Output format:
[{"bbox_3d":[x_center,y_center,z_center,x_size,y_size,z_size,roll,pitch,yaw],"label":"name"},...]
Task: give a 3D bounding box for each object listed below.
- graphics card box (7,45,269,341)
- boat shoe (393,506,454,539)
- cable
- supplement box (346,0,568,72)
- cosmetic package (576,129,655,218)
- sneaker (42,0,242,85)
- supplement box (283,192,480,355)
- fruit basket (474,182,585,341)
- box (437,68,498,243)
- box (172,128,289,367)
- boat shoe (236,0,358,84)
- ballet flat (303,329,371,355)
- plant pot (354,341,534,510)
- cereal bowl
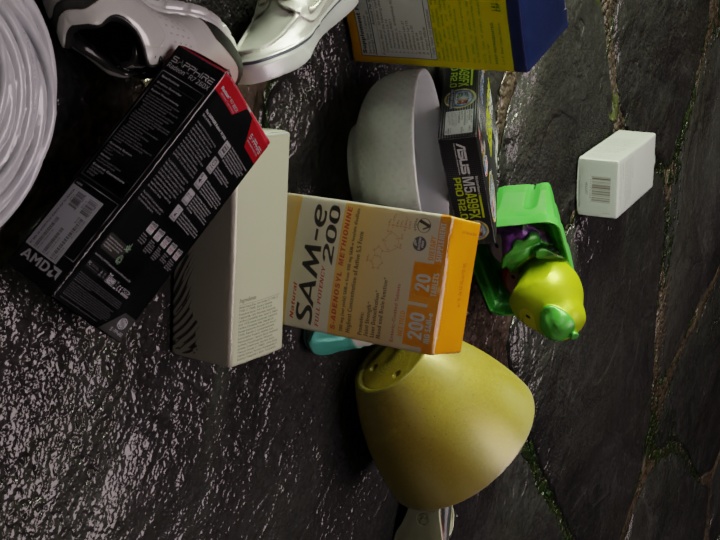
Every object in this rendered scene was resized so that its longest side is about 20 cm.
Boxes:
[{"bbox_3d":[-0.156,-0.053,0.796,0.200,0.051,0.125,-55,162,-9],"label":"graphics card box"},{"bbox_3d":[0.087,0.318,1.390,0.063,0.071,0.201,4,92,-62],"label":"boat shoe"},{"bbox_3d":[-0.273,-0.109,0.644,0.200,0.069,0.201,20,83,-60],"label":"cable"},{"bbox_3d":[0.092,-0.276,1.076,0.110,0.200,0.109,-49,139,-41],"label":"supplement box"},{"bbox_3d":[0.433,-0.165,1.818,0.200,0.074,0.102,-32,126,-54],"label":"cosmetic package"},{"bbox_3d":[-0.158,-0.164,0.793,0.200,0.074,0.080,19,44,-54],"label":"sneaker"},{"bbox_3d":[0.000,0.000,1.007,0.073,0.200,0.126,4,95,-63],"label":"supplement box"},{"bbox_3d":[0.224,0.011,1.432,0.216,0.155,0.216,-3,90,-68],"label":"fruit basket"},{"bbox_3d":[0.129,-0.155,1.257,0.200,0.044,0.160,-81,161,-45],"label":"box"},{"bbox_3d":[-0.113,-0.023,0.939,0.082,0.068,0.201,-15,111,-58],"label":"box"},{"bbox_3d":[-0.062,-0.233,0.961,0.200,0.072,0.066,-50,135,-41],"label":"boat shoe"},{"bbox_3d":[0.019,0.046,1.183,0.200,0.070,0.068,-24,120,-54],"label":"ballet flat"},{"bbox_3d":[0.075,0.147,1.222,0.142,0.200,0.200,51,52,-23],"label":"plant pot"},{"bbox_3d":[0.037,-0.109,1.125,0.200,0.083,0.201,-3,90,-77],"label":"cereal bowl"}]
